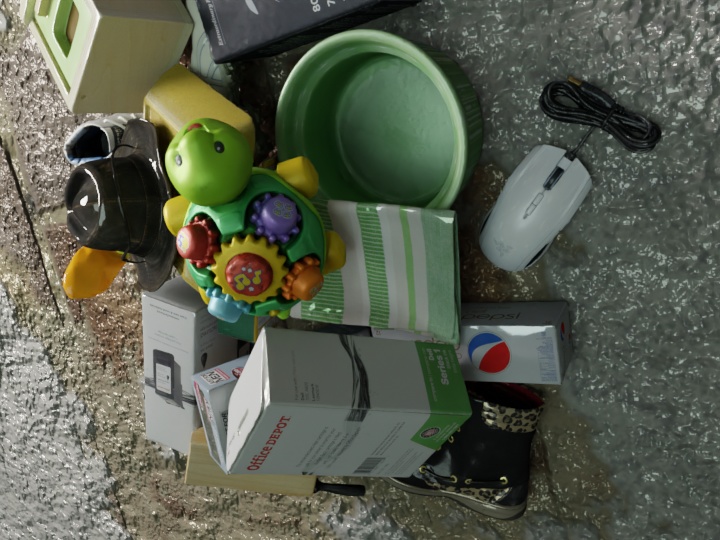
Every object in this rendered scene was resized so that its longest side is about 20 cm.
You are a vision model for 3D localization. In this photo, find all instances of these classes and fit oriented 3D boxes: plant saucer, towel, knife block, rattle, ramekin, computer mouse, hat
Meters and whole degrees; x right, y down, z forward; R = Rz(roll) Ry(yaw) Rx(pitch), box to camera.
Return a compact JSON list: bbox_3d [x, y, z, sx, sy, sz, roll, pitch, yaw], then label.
[{"bbox_3d":[-0.179,-0.088,0.692,0.200,0.048,0.201,41,129,44],"label":"plant saucer"},{"bbox_3d":[0.000,0.000,0.667,0.198,0.023,0.153,8,128,23],"label":"towel"},{"bbox_3d":[-0.082,0.229,0.808,0.175,0.199,0.064,29,119,31],"label":"knife block"},{"bbox_3d":[-0.270,-0.056,0.822,0.199,0.143,0.131,-8,113,33],"label":"rattle"},{"bbox_3d":[0.024,-0.132,0.669,0.199,0.098,0.202,10,113,24],"label":"ramekin"},{"bbox_3d":[0.177,-0.075,0.640,0.109,0.044,0.201,35,121,11],"label":"computer mouse"},{"bbox_3d":[-0.258,-0.063,0.700,0.200,0.080,0.202,21,115,53],"label":"hat"}]

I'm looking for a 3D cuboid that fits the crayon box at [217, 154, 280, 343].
[{"bbox_3d":[-0.107,-0.039,0.754,0.051,0.126,0.202,13,113,15],"label":"crayon box"}]

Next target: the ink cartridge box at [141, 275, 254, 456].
[{"bbox_3d":[-0.191,0.105,0.843,0.083,0.145,0.202,16,115,22],"label":"ink cartridge box"}]

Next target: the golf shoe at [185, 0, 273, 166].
[{"bbox_3d":[-0.171,-0.203,0.742,0.096,0.078,0.202,-12,101,13],"label":"golf shoe"}]

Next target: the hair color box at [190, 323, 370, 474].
[{"bbox_3d":[-0.079,0.136,0.763,0.060,0.199,0.100,15,119,57],"label":"hair color box"}]

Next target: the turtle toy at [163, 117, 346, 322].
[{"bbox_3d":[-0.100,-0.037,0.579,0.145,0.101,0.201,-17,118,7],"label":"turtle toy"}]

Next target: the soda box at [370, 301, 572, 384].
[{"bbox_3d":[0.115,0.074,0.714,0.199,0.068,0.064,-2,108,28],"label":"soda box"}]

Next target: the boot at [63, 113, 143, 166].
[{"bbox_3d":[-0.261,-0.162,0.810,0.199,0.096,0.074,-14,101,29],"label":"boot"}]

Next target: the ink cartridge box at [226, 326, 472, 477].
[{"bbox_3d":[-0.018,0.133,0.654,0.198,0.085,0.146,9,139,-22],"label":"ink cartridge box"}]

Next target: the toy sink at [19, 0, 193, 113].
[{"bbox_3d":[-0.287,-0.288,0.729,0.130,0.112,0.201,-47,66,41],"label":"toy sink"}]

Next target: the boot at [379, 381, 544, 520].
[{"bbox_3d":[0.102,0.183,0.759,0.199,0.073,0.152,17,116,18],"label":"boot"}]

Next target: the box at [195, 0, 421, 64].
[{"bbox_3d":[-0.062,-0.300,0.649,0.199,0.104,0.149,-7,105,30],"label":"box"}]
